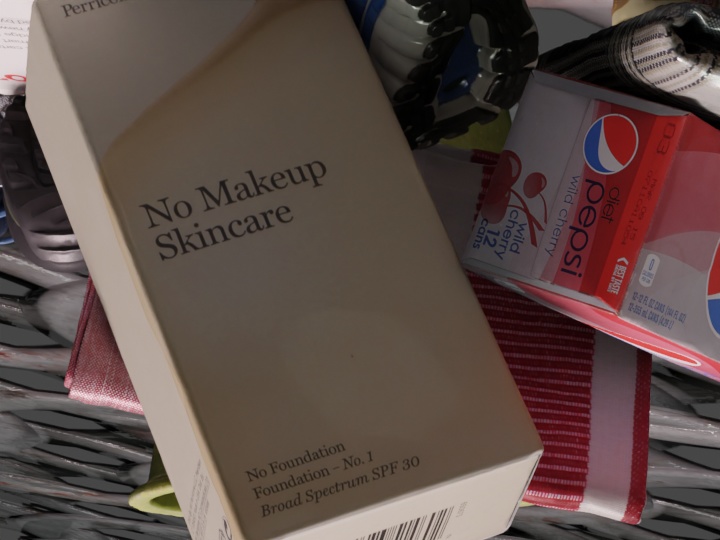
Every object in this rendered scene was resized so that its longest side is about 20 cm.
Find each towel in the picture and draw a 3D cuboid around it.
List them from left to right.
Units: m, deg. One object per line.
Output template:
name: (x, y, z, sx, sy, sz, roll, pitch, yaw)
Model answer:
towel: (0.007, 0.007, 0.992, 0.199, 0.145, 0.023, 13, 141, -6)
towel: (0.161, -0.037, 0.940, 0.199, 0.035, 0.193, 17, 175, -10)

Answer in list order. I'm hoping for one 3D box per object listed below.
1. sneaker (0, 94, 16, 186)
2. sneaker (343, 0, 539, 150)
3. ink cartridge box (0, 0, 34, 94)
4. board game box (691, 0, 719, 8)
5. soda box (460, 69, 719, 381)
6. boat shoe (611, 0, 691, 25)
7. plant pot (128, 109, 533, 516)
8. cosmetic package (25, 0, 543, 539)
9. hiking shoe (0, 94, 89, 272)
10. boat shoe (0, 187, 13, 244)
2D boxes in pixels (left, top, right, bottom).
sneaker: (-0.132, -0.072, 1.280, 0.199, 0.076, 0.114, 6, 169, 28)
sneaker: (0.019, -0.124, 0.921, 0.078, 0.089, 0.200, -21, 154, -22)
ink cartridge box: (-0.112, -0.129, 1.004, 0.145, 0.084, 0.200, 5, 167, 21)
board game box: (0.202, -0.070, 0.914, 0.151, 0.047, 0.200, 17, 175, -9)
soda box: (0.117, -0.002, 0.950, 0.063, 0.070, 0.200, 18, 178, 36)
boat shoe: (0.190, -0.068, 1.073, 0.199, 0.063, 0.073, 5, 165, 19)
plant pot: (0.000, 0.000, 1.189, 0.199, 0.191, 0.200, -3, 169, -1)
cosmetic package: (-0.029, -0.001, 0.922, 0.103, 0.201, 0.073, -18, 158, -16)
hiking shoe: (-0.096, -0.037, 1.148, 0.075, 0.101, 0.200, -4, -152, 7)
boat shoe: (-0.201, -0.040, 1.493, 0.084, 0.069, 0.200, 10, 167, 2)
